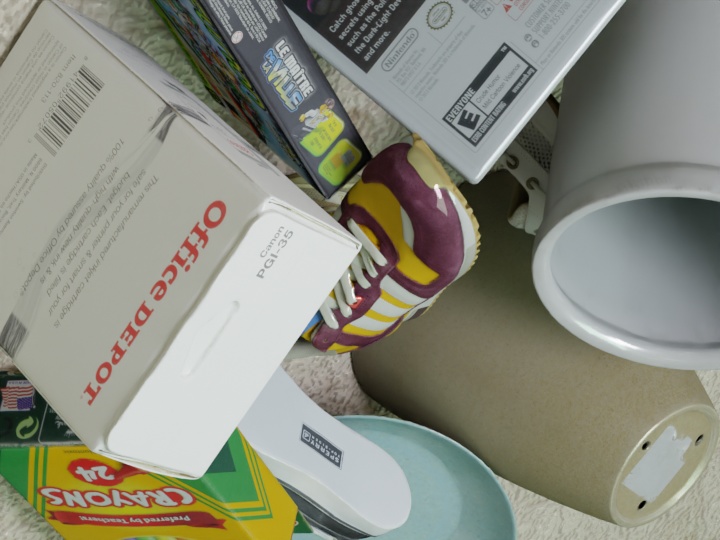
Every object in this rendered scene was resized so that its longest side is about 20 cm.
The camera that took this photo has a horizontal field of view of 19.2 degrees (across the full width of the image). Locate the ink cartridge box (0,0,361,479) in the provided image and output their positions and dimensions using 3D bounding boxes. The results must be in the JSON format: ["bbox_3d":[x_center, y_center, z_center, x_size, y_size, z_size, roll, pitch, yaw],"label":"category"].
[{"bbox_3d":[-0.117,-0.015,1.038,0.147,0.200,0.083,-54,143,8],"label":"ink cartridge box"}]

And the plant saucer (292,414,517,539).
[{"bbox_3d":[0.003,0.160,1.388,0.199,0.039,0.202,2,126,2],"label":"plant saucer"}]

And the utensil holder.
[{"bbox_3d":[0.191,-0.073,1.201,0.170,0.168,0.201,66,29,-51],"label":"utensil holder"}]

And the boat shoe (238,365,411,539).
[{"bbox_3d":[-0.059,0.102,1.286,0.200,0.072,0.068,37,134,-28],"label":"boat shoe"}]

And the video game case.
[{"bbox_3d":[0.053,-0.179,1.104,0.200,0.182,0.023,-50,179,3],"label":"video game case"}]

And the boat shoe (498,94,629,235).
[{"bbox_3d":[0.119,-0.051,1.307,0.069,0.071,0.200,-39,103,9],"label":"boat shoe"}]

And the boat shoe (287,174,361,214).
[{"bbox_3d":[-0.055,-0.013,1.217,0.200,0.063,0.074,-6,126,-43],"label":"boat shoe"}]

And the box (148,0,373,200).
[{"bbox_3d":[-0.070,-0.128,1.064,0.035,0.110,0.200,-42,142,-8],"label":"box"}]

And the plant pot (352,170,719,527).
[{"bbox_3d":[0.126,0.068,1.359,0.186,0.200,0.188,-26,138,-26],"label":"plant pot"}]

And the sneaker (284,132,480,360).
[{"bbox_3d":[0.000,0.000,1.133,0.090,0.075,0.200,-29,165,-19],"label":"sneaker"}]

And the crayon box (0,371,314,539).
[{"bbox_3d":[-0.117,0.127,1.225,0.200,0.126,0.051,58,35,-52],"label":"crayon box"}]
